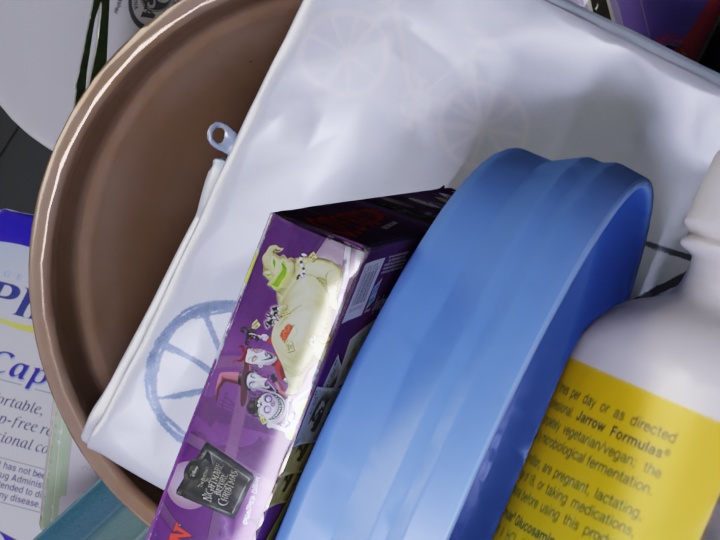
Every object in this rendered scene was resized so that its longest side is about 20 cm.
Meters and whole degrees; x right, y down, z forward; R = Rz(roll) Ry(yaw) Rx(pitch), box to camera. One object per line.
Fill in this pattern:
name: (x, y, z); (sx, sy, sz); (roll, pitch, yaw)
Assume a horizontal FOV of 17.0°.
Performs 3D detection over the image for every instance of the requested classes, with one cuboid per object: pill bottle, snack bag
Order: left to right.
snack bag: (0.034, 0.009, 0.723); (0.200, 0.188, 0.021); (-65, -10, 9)
pill bottle: (0.086, 0.078, 0.573); (0.200, 0.112, 0.112); (-67, 17, 0)

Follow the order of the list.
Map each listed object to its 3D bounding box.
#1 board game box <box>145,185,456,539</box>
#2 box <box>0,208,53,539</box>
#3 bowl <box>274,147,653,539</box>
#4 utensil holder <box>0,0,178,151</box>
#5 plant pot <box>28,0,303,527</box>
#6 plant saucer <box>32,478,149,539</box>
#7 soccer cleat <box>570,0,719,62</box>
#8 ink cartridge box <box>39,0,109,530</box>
board game box: (-0.007, 0.039, 0.620); (0.200, 0.032, 0.120); (-13, -59, -77)
box: (-0.157, 0.105, 1.193); (0.184, 0.105, 0.200); (108, 176, -62)
bowl: (0.019, 0.061, 0.616); (0.201, 0.039, 0.201); (23, -90, -78)
utensil holder: (-0.073, -0.122, 1.091); (0.170, 0.170, 0.200); (-64, -7, 8)
plant pot: (0.000, 0.000, 0.788); (0.201, 0.201, 0.093); (-64, -10, 8)
plant saucer: (-0.086, 0.093, 0.815); (0.070, 0.019, 0.200); (-13, 24, 47)
soccer cleat: (0.078, -0.037, 0.841); (0.200, 0.067, 0.076); (-59, 35, 25)
ink cartridge box: (-0.089, -0.018, 0.917); (0.146, 0.048, 0.200); (-89, 9, -55)
